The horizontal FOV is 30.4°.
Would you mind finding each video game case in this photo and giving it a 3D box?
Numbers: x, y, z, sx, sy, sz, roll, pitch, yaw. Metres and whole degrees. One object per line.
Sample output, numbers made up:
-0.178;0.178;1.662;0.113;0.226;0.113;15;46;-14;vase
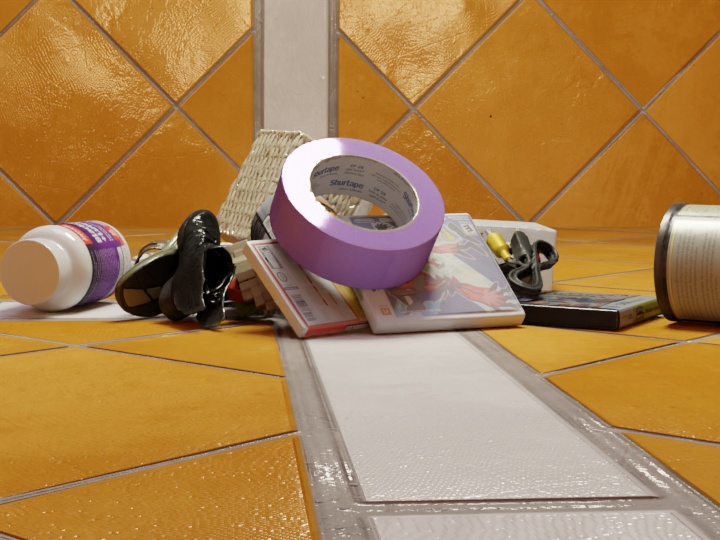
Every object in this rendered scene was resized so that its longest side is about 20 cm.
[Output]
0.077;-0.001;1.595;0.200;0.023;0.182;-2;45;-26;video game case
0.258;0.046;1.669;0.200;0.026;0.181;3;6;30;video game case
-0.025;0.013;1.564;0.200;0.017;0.143;-6;48;-40;video game case

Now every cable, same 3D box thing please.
0.217;0.001;1.733;0.097;0.050;0.200;22;27;-12;cable

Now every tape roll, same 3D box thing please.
-0.004;-0.070;1.571;0.200;0.066;0.200;12;41;-10;tape roll

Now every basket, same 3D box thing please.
-0.102;-0.094;2.018;0.161;0.200;0.198;29;-6;-24;basket

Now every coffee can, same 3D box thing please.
0.469;-0.005;1.577;0.200;0.147;0.146;4;6;34;coffee can

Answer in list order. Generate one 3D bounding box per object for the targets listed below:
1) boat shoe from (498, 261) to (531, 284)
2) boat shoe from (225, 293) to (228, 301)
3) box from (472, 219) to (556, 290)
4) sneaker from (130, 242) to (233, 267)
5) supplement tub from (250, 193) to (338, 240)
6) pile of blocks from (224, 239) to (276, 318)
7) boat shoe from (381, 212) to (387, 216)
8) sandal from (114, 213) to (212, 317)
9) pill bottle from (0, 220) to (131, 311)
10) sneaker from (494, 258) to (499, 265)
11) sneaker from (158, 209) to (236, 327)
0.149;0.013;1.812;0.199;0.065;0.072;-2;8;-11;boat shoe
-0.175;0.013;1.794;0.068;0.072;0.200;11;15;37;boat shoe
0.221;-0.024;2.035;0.124;0.098;0.200;3;5;-1;box
-0.227;0.004;1.873;0.200;0.074;0.087;-5;10;-27;sneaker
-0.068;-0.022;1.731;0.122;0.123;0.200;-1;22;-17;supplement tub
-0.152;0.021;1.674;0.062;0.082;0.200;-19;16;-7;pile of blocks
0.071;-0.034;1.828;0.073;0.063;0.200;14;-24;22;boat shoe
-0.249;-0.008;1.686;0.057;0.080;0.201;9;34;26;sandal
-0.386;-0.006;1.730;0.111;0.112;0.200;1;5;12;pill bottle
0.122;0.020;1.694;0.200;0.078;0.091;-17;13;-43;sneaker
-0.185;-0.008;1.607;0.060;0.200;0.104;37;-43;-27;sneaker
